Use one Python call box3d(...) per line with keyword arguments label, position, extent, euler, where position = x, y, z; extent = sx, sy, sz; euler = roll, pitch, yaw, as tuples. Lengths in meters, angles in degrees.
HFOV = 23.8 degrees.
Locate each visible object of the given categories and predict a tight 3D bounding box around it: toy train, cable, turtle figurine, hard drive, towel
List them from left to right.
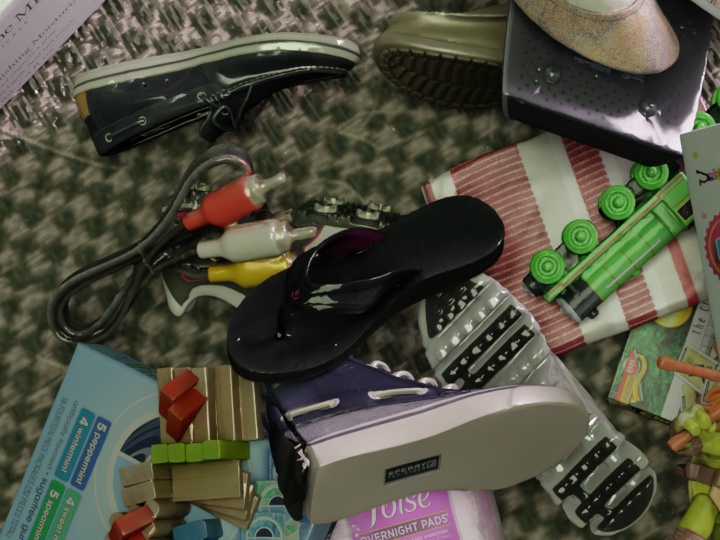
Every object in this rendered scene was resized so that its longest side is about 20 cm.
box3d(label="cable", position=(-0.123, -0.012, 1.088), extent=(0.198, 0.050, 0.098), euler=(-21, 112, 12))
box3d(label="towel", position=(0.154, -0.028, 1.139), extent=(0.198, 0.023, 0.145), euler=(-20, 78, 8))
box3d(label="hard drive", position=(0.158, -0.165, 1.101), extent=(0.134, 0.042, 0.202), euler=(18, 60, -7))
box3d(label="toy train", position=(0.190, -0.043, 1.104), extent=(0.200, 0.042, 0.056), euler=(-43, 87, 3))
box3d(label="turtle figurine", position=(0.223, 0.137, 1.072), extent=(0.064, 0.199, 0.163), euler=(10, 78, 49))

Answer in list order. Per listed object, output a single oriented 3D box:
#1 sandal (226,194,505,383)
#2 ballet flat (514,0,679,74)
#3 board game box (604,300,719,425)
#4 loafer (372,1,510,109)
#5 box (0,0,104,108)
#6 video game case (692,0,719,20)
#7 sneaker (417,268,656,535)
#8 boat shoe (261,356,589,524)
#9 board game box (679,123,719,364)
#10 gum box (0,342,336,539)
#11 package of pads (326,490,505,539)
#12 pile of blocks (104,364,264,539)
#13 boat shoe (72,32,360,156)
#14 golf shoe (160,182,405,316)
box3d(label="sandal", position=(0.000, -0.001, 1.040), extent=(0.199, 0.048, 0.075), euler=(-31, 52, -23))
box3d(label="ballet flat", position=(0.113, -0.192, 1.041), extent=(0.199, 0.067, 0.068), euler=(34, 61, 11))
box3d(label="board game box", position=(0.244, 0.010, 1.142), extent=(0.104, 0.023, 0.202), euler=(19, 83, 8))
box3d(label="loafer", position=(0.105, -0.152, 1.150), extent=(0.198, 0.076, 0.069), euler=(5, 68, -10))
box3d(label="box", position=(-0.280, -0.231, 1.147), extent=(0.200, 0.131, 0.199), euler=(43, 86, 8))
box3d(label="video game case", position=(0.213, -0.241, 1.116), extent=(0.182, 0.200, 0.023), euler=(36, 129, 7))
box3d(label="sneaker", position=(0.108, 0.080, 1.098), extent=(0.075, 0.081, 0.201), euler=(-38, 92, 9))
box3d(label="boat shoe", position=(0.034, 0.084, 1.030), extent=(0.198, 0.075, 0.093), euler=(-8, 41, -23))
box3d(label="board game box", position=(0.294, -0.028, 1.058), extent=(0.199, 0.064, 0.149), euler=(-10, 90, -41))
box3d(label="gum box", position=(-0.124, 0.164, 1.086), extent=(0.199, 0.044, 0.171), euler=(25, 94, 20))
box3d(label="package of pads", position=(0.038, 0.196, 1.095), extent=(0.119, 0.076, 0.202), euler=(-15, 80, 2))
box3d(label="pile of blocks", position=(-0.115, 0.147, 1.028), extent=(0.081, 0.062, 0.202), euler=(19, 91, 21))
box3d(label="boat shoe", position=(-0.095, -0.119, 1.154), extent=(0.198, 0.075, 0.063), euler=(-11, 86, 6))
box3d(label="golf shoe", position=(-0.037, -0.007, 1.141), extent=(0.198, 0.077, 0.089), euler=(6, 97, 10))
